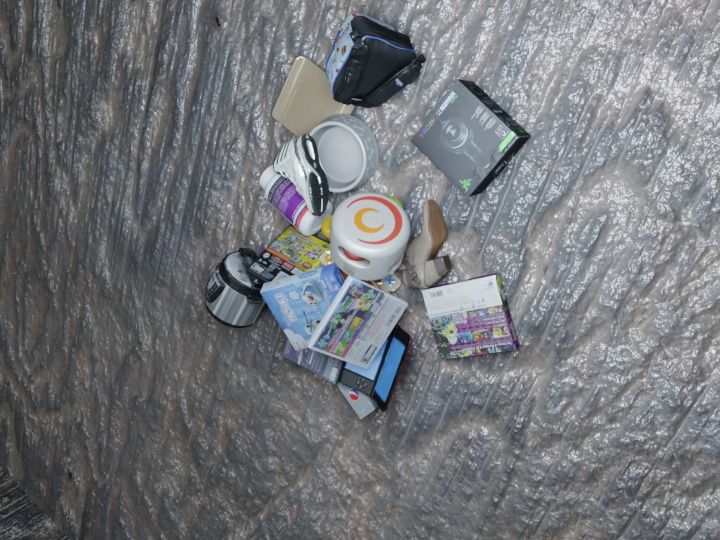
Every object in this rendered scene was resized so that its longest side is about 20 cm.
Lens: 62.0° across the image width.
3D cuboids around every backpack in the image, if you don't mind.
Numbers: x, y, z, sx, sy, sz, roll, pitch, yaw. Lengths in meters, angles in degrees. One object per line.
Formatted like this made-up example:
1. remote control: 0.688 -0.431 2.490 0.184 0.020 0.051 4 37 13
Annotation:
1. backpack: 0.010 -0.472 1.368 0.191 0.199 0.155 -49 44 38

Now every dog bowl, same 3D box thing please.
1. dog bowl: -0.055 -0.288 1.506 0.199 0.059 0.201 9 112 23

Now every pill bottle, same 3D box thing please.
1. pill bottle: -0.175 -0.192 1.591 0.200 0.112 0.113 43 120 16

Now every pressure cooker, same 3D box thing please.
1. pressure cooker: -0.337 0.041 1.717 0.176 0.179 0.200 36 120 5

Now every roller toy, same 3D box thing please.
1. roller toy: 0.018 -0.076 1.414 0.140 0.199 0.183 100 157 -57

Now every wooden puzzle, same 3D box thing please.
1. wooden puzzle: -0.118 -0.423 1.550 0.200 0.037 0.185 39 120 13

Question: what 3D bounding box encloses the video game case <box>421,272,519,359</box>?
1. video game case: 0.260 0.112 1.434 0.199 0.036 0.182 -15 93 34

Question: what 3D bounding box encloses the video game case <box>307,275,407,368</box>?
1. video game case: -0.005 0.129 1.446 0.201 0.182 0.023 -58 32 11

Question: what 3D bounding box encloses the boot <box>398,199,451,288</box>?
1. boot: 0.142 -0.056 1.456 0.146 0.070 0.201 -17 81 45

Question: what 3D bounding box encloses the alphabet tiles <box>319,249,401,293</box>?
1. alphabet tiles: 0.000 0.000 1.526 0.200 0.015 0.196 -42 100 9

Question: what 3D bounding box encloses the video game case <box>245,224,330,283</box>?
1. video game case: -0.183 -0.029 1.586 0.200 0.181 0.026 26 156 42

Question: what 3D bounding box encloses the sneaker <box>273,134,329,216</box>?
1. sneaker: -0.152 -0.231 1.509 0.115 0.076 0.202 -7 98 36

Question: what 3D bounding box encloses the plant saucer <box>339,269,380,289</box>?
1. plant saucer: -0.038 0.078 1.515 0.199 0.032 0.201 5 114 11

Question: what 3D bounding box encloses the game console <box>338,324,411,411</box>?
1. game console: 0.030 0.227 1.523 0.172 0.119 0.201 21 93 14

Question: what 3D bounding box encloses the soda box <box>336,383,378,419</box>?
1. soda box: -0.021 0.300 1.639 0.063 0.068 0.200 -42 79 30

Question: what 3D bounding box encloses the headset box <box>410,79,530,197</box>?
1. headset box: 0.244 -0.284 1.315 0.200 0.093 0.174 48 122 13

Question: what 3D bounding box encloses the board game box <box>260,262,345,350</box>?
1. board game box: -0.113 0.094 1.475 0.198 0.043 0.201 -15 122 19

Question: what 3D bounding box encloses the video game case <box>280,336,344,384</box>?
1. video game case: -0.120 0.201 1.618 0.199 0.019 0.144 21 96 32
